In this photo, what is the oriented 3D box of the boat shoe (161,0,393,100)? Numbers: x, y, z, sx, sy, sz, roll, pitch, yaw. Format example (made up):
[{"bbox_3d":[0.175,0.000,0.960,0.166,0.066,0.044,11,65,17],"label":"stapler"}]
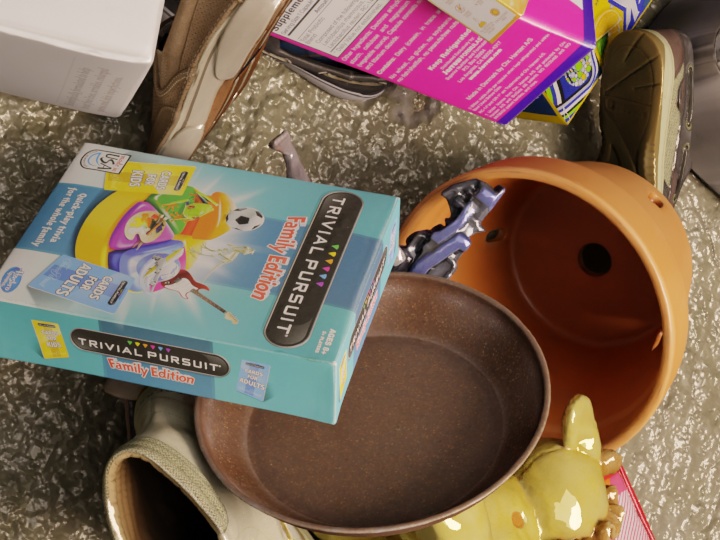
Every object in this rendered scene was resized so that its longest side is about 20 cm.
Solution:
[{"bbox_3d":[-0.055,-0.168,1.050,0.199,0.066,0.070,27,76,-22],"label":"boat shoe"}]

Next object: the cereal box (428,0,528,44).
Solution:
[{"bbox_3d":[0.024,-0.242,0.942,0.199,0.040,0.144,32,53,-15],"label":"cereal box"}]

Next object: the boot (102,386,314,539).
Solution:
[{"bbox_3d":[-0.077,0.165,0.912,0.072,0.155,0.201,-28,99,6],"label":"boot"}]

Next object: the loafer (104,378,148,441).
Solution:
[{"bbox_3d":[-0.129,0.084,1.001,0.062,0.072,0.201,-15,97,-19],"label":"loafer"}]

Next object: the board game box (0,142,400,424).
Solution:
[{"bbox_3d":[-0.091,0.001,0.914,0.199,0.047,0.151,10,40,10],"label":"board game box"}]

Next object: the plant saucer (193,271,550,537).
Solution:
[{"bbox_3d":[0.007,0.079,0.902,0.200,0.200,0.037,-30,135,-24],"label":"plant saucer"}]

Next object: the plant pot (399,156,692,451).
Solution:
[{"bbox_3d":[0.134,0.012,1.068,0.140,0.199,0.201,-32,103,-56],"label":"plant pot"}]

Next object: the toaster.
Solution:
[{"bbox_3d":[0.290,-0.138,1.184,0.200,0.129,0.114,46,69,-17],"label":"toaster"}]

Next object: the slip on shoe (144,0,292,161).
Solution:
[{"bbox_3d":[-0.099,-0.127,0.967,0.060,0.200,0.076,35,53,-3],"label":"slip on shoe"}]

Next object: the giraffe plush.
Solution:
[{"bbox_3d":[0.082,0.151,0.979,0.162,0.173,0.200,-31,62,-34],"label":"giraffe plush"}]

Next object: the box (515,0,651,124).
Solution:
[{"bbox_3d":[0.161,-0.201,1.151,0.200,0.070,0.064,-55,128,-18],"label":"box"}]

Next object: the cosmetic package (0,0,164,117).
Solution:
[{"bbox_3d":[-0.189,-0.212,0.918,0.164,0.165,0.201,11,83,-13],"label":"cosmetic package"}]

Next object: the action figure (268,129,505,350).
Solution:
[{"bbox_3d":[0.000,0.000,1.020,0.193,0.105,0.200,45,93,-2],"label":"action figure"}]

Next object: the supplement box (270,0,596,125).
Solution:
[{"bbox_3d":[0.038,-0.186,1.014,0.199,0.103,0.102,19,54,-26],"label":"supplement box"}]

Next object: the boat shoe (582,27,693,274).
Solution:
[{"bbox_3d":[0.206,-0.075,1.146,0.066,0.072,0.202,-15,118,-35],"label":"boat shoe"}]

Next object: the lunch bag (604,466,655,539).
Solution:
[{"bbox_3d":[0.099,0.192,1.102,0.199,0.082,0.177,-25,93,-23],"label":"lunch bag"}]

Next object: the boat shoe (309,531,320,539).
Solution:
[{"bbox_3d":[-0.034,0.151,1.044,0.073,0.063,0.201,16,80,-24],"label":"boat shoe"}]
